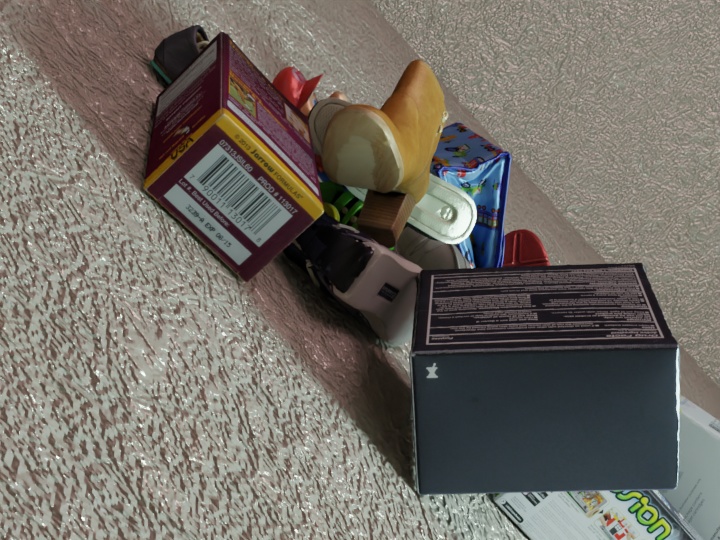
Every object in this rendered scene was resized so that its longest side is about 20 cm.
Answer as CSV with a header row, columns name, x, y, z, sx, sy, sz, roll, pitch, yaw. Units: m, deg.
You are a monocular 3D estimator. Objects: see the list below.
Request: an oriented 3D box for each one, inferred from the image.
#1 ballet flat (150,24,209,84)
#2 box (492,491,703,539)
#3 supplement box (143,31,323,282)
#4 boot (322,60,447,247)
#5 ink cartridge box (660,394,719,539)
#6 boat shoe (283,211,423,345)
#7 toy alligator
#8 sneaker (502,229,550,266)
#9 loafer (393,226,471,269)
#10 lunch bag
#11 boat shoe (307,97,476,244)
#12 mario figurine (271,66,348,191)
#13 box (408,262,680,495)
name,x,y,z,sx,sy,sz,roll,pitch,yaw
ballet flat,-0.104,-0.139,1.169,0.201,0.073,0.073,50,13,-2
box,0.219,0.228,1.135,0.200,0.110,0.035,47,13,-13
supplement box,-0.100,-0.095,1.025,0.110,0.085,0.201,44,15,-23
boot,0.027,-0.126,1.113,0.070,0.145,0.202,13,-25,15
ink cartridge box,0.278,0.189,1.255,0.199,0.146,0.145,35,9,17
boat shoe,0.000,0.000,1.138,0.092,0.075,0.200,37,-4,25
toy alligator,-0.024,-0.062,1.251,0.201,0.054,0.059,53,14,12
sneaker,0.201,0.059,1.552,0.116,0.077,0.203,41,45,-73
loafer,0.068,-0.017,1.398,0.070,0.070,0.200,49,3,-29
lunch bag,0.113,-0.051,1.510,0.151,0.093,0.203,-132,-148,-64
boat shoe,0.022,-0.094,1.249,0.199,0.072,0.068,36,-2,-24
mario figurine,-0.016,-0.124,1.315,0.201,0.106,0.123,54,-27,-14
box,0.140,0.082,1.034,0.199,0.197,0.125,-73,160,-73
